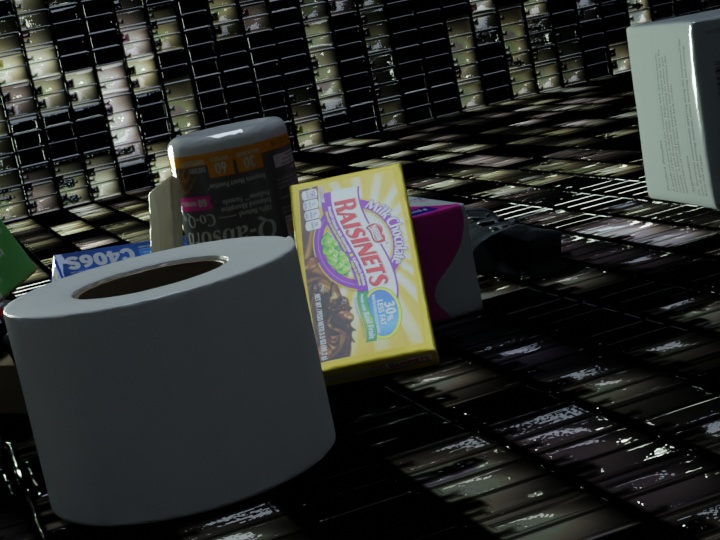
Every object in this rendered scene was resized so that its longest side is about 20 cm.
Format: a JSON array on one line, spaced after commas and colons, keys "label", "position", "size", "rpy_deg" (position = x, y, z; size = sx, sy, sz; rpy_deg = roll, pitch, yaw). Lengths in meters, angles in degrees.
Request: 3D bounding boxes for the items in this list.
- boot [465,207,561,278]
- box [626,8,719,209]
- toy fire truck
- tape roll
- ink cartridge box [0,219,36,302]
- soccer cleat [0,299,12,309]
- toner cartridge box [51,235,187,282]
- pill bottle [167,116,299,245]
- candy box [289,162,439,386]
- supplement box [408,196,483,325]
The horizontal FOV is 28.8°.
[{"label": "boot", "position": [0.095, -0.019, 1.406], "size": [0.163, 0.066, 0.200], "rpy_deg": [-16, 15, -11]}, {"label": "box", "position": [0.421, -0.188, 1.531], "size": [0.198, 0.201, 0.171], "rpy_deg": [-12, 10, -13]}, {"label": "toy fire truck", "position": [-0.212, 0.030, 1.144], "size": [0.175, 0.130, 0.200], "rpy_deg": [-6, 28, 37]}, {"label": "tape roll", "position": [-0.126, 0.069, 0.939], "size": [0.200, 0.141, 0.203], "rpy_deg": [-11, 10, 2]}, {"label": "ink cartridge box", "position": [-0.391, 0.039, 1.169], "size": [0.145, 0.084, 0.200], "rpy_deg": [-19, 21, 42]}, {"label": "soccer cleat", "position": [-0.351, 0.069, 1.433], "size": [0.198, 0.068, 0.081], "rpy_deg": [-8, 23, 20]}, {"label": "toner cartridge box", "position": [-0.203, 0.017, 1.379], "size": [0.198, 0.096, 0.043], "rpy_deg": [-10, 50, -25]}, {"label": "pill bottle", "position": [-0.106, -0.035, 1.309], "size": [0.115, 0.202, 0.116], "rpy_deg": [-12, 10, 2]}, {"label": "candy box", "position": [0.000, 0.000, 1.150], "size": [0.101, 0.027, 0.202], "rpy_deg": [-10, 51, 1]}, {"label": "supplement box", "position": [0.021, -0.009, 1.307], "size": [0.100, 0.105, 0.200], "rpy_deg": [-15, 12, -21]}]
